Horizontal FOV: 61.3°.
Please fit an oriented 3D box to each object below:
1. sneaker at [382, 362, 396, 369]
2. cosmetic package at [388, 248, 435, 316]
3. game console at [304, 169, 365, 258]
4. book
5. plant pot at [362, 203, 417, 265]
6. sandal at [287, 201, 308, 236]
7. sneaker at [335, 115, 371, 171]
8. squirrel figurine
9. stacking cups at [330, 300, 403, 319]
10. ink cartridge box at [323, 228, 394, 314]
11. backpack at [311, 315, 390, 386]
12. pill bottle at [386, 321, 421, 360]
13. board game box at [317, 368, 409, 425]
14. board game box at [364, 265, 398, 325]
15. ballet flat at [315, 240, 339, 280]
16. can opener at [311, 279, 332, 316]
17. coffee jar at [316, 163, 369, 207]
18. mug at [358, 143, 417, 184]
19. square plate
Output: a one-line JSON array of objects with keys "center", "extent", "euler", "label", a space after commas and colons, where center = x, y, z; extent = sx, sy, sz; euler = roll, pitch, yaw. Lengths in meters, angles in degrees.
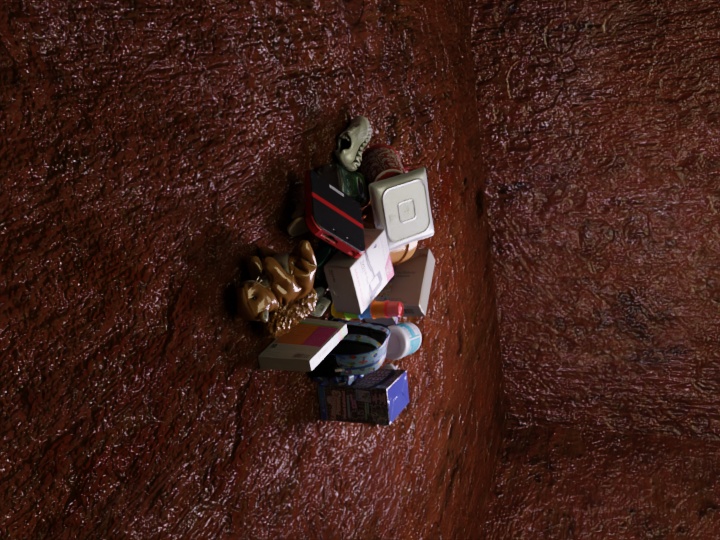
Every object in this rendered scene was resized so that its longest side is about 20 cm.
[{"center": [0.076, 0.394, 1.948], "extent": [0.087, 0.074, 0.202], "euler": [33, 59, -55], "label": "sneaker"}, {"center": [0.157, 0.036, 1.843], "extent": [0.073, 0.103, 0.202], "euler": [55, 40, -49], "label": "cosmetic package"}, {"center": [-0.063, -0.135, 1.494], "extent": [0.199, 0.031, 0.178], "euler": [30, 41, -42], "label": "game console"}, {"center": [-0.128, 0.170, 1.407], "extent": [0.200, 0.132, 0.049], "euler": [-39, 125, -60], "label": "book"}, {"center": [0.047, -0.097, 1.772], "extent": [0.140, 0.199, 0.202], "euler": [-26, 114, -45], "label": "plant pot"}, {"center": [-0.135, -0.135, 1.508], "extent": [0.070, 0.077, 0.211], "euler": [58, 23, 12], "label": "sandal"}, {"center": [-0.023, -0.379, 1.750], "extent": [0.081, 0.075, 0.201], "euler": [49, 45, -43], "label": "sneaker"}, {"center": [-0.180, 0.060, 1.298], "extent": [0.187, 0.140, 0.201], "euler": [-54, 135, -44], "label": "squirrel figurine"}, {"center": [0.020, 0.106, 1.665], "extent": [0.060, 0.198, 0.061], "euler": [-2, 90, -68], "label": "stacking cups"}, {"center": [0.000, 0.000, 1.606], "extent": [0.200, 0.084, 0.146], "euler": [-48, 133, -45], "label": "ink cartridge box"}, {"center": [-0.019, 0.209, 1.574], "extent": [0.183, 0.198, 0.136], "euler": [-47, 132, -58], "label": "backpack"}, {"center": [0.138, 0.232, 2.040], "extent": [0.200, 0.110, 0.112], "euler": [-1, 90, -66], "label": "pill bottle"}, {"center": [0.011, 0.334, 1.637], "extent": [0.159, 0.198, 0.098], "euler": [-24, 110, -65], "label": "board game box"}, {"center": [0.073, 0.059, 1.905], "extent": [0.103, 0.104, 0.201], "euler": [59, 38, -48], "label": "board game box"}, {"center": [-0.077, -0.050, 1.614], "extent": [0.201, 0.072, 0.073], "euler": [-61, 143, -39], "label": "ballet flat"}, {"center": [-0.088, 0.053, 1.584], "extent": [0.067, 0.052, 0.200], "euler": [-64, 175, 33], "label": "can opener"}, {"center": [-0.044, -0.226, 1.669], "extent": [0.200, 0.085, 0.105], "euler": [3, 79, -66], "label": "coffee jar"}, {"center": [0.092, -0.286, 1.781], "extent": [0.200, 0.176, 0.134], "euler": [-105, 175, -62], "label": "mug"}, {"center": [0.122, -0.165, 1.687], "extent": [0.197, 0.028, 0.202], "euler": [-21, 111, -29], "label": "square plate"}]
